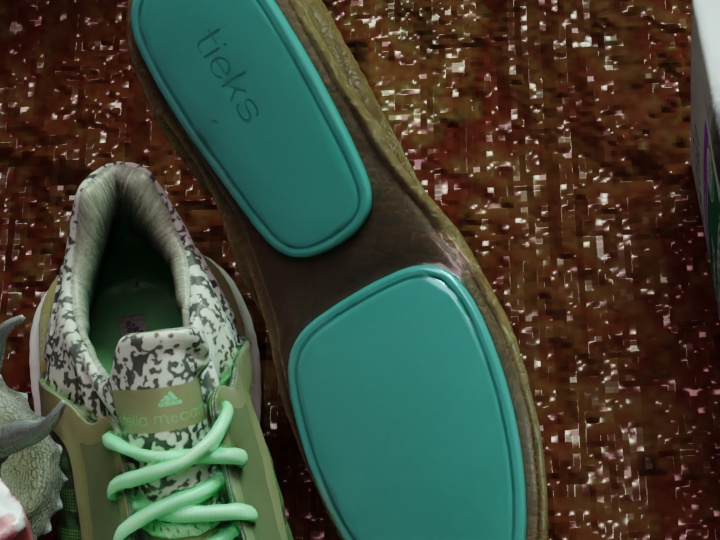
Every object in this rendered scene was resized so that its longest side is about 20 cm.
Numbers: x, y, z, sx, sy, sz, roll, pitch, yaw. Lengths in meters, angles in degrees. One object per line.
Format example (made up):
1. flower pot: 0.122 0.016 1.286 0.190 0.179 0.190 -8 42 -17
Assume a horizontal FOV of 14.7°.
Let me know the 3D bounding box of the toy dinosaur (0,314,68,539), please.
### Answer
1. toy dinosaur: -0.135 0.046 0.744 0.102 0.077 0.200 -31 24 -10

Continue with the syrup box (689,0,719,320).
1. syrup box: 0.137 0.016 0.732 0.081 0.079 0.201 -7 53 1

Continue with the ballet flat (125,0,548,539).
1. ballet flat: 0.000 0.000 0.750 0.068 0.072 0.201 -29 89 16

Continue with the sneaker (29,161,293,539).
1. sneaker: -0.051 0.055 0.714 0.076 0.089 0.201 -16 54 -7

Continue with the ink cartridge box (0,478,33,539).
1. ink cartridge box: -0.136 0.116 0.609 0.145 0.200 0.083 -34 61 -19
